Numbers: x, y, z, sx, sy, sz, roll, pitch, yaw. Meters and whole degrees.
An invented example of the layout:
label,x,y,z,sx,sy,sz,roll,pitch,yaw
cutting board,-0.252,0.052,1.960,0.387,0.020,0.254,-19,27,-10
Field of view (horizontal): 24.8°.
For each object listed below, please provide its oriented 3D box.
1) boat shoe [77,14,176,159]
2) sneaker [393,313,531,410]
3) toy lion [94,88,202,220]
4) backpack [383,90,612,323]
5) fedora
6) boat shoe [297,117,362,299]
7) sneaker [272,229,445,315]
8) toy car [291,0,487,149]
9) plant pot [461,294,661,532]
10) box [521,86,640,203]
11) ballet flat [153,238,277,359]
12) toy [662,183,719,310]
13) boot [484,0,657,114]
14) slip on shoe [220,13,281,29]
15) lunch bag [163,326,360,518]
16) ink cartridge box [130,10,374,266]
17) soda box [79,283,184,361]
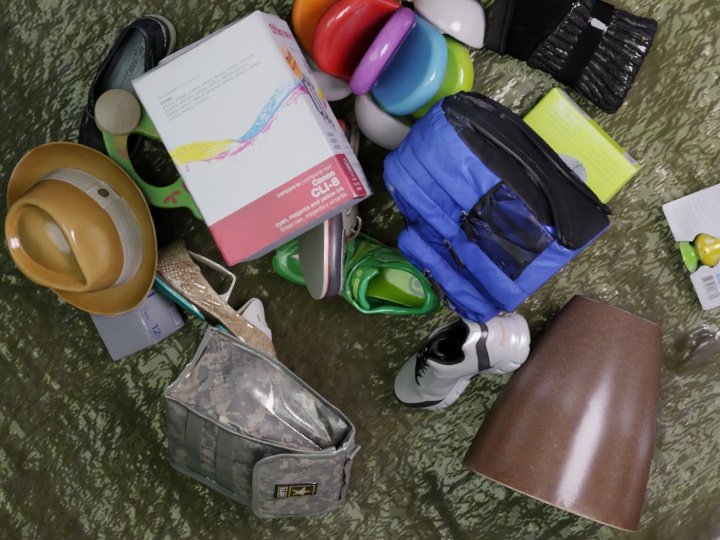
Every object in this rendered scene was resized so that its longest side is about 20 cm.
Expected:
label,x,y,z,sx,sy,sz,roll,pitch,yaw
boat shoe,-0.264,-0.184,1.780,0.074,0.066,0.200,34,106,8
sneaker,0.085,0.087,1.674,0.200,0.080,0.074,-37,53,49
toy lion,-0.160,-0.125,1.732,0.199,0.069,0.192,-22,93,-9
backpack,0.113,-0.063,1.587,0.168,0.162,0.200,-42,86,21
fedora,-0.306,-0.034,1.711,0.200,0.082,0.202,12,116,25
boat shoe,-0.028,-0.066,1.696,0.071,0.062,0.201,-35,53,56
sneaker,0.000,0.000,1.720,0.199,0.084,0.074,13,102,15
toy car,0.018,-0.227,1.646,0.200,0.150,0.175,37,106,9
plant pot,0.221,0.133,1.638,0.186,0.187,0.201,20,89,13
box,0.173,-0.075,1.677,0.122,0.048,0.200,45,107,6
ballet flat,-0.146,0.041,1.777,0.200,0.070,0.065,44,77,-6
toy,0.411,-0.048,1.611,0.199,0.047,0.116,-21,95,22
boot,0.218,-0.265,1.592,0.157,0.079,0.212,29,141,15
slip on shoe,-0.096,-0.161,1.676,0.060,0.076,0.201,-11,93,-26
lunch bag,-0.099,0.178,1.725,0.199,0.164,0.118,27,60,11
ink cartridge box,-0.100,-0.127,1.575,0.144,0.145,0.201,-29,90,9
soda box,-0.275,-0.008,1.794,0.068,0.063,0.201,-22,98,34
